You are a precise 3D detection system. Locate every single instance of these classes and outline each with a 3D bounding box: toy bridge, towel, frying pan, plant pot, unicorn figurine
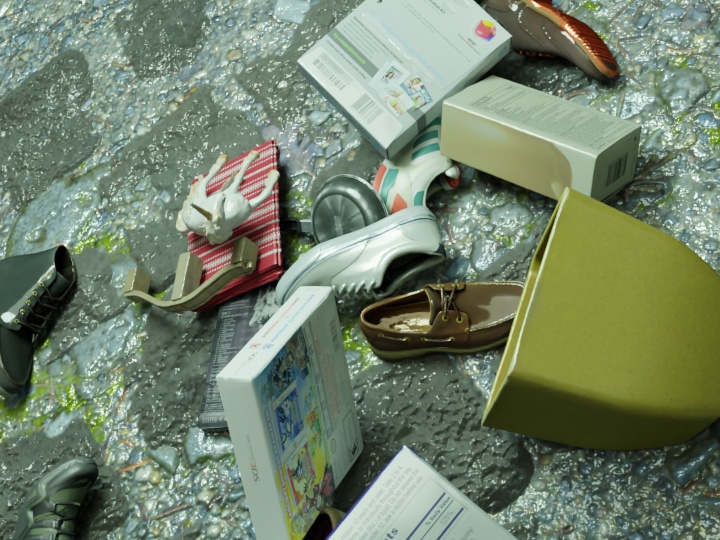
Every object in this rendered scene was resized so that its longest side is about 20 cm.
[{"bbox_3d":[-0.204,0.014,1.393,0.199,0.027,0.067,-13,56,34],"label":"toy bridge"},{"bbox_3d":[-0.154,-0.054,1.440,0.144,0.022,0.201,-24,51,26],"label":"towel"},{"bbox_3d":[-0.045,-0.067,1.378,0.190,0.031,0.115,25,118,29],"label":"frying pan"},{"bbox_3d":[0.247,0.071,1.122,0.199,0.194,0.196,19,70,5],"label":"plant pot"},{"bbox_3d":[-0.161,-0.079,1.373,0.138,0.074,0.200,-57,13,-25],"label":"unicorn figurine"}]

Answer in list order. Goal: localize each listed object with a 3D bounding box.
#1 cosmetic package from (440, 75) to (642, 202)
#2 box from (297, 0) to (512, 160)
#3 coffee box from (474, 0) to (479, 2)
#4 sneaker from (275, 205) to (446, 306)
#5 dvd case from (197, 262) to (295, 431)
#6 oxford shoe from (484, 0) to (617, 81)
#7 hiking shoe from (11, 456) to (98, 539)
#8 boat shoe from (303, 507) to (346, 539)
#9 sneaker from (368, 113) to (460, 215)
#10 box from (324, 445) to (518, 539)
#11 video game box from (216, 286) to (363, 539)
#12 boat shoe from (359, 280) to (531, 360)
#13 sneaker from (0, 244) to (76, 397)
[{"bbox_3d":[0.197,-0.144,1.303,0.200,0.071,0.105,26,40,33],"label":"cosmetic package"},{"bbox_3d":[0.051,-0.250,1.366,0.200,0.041,0.156,-43,76,-7],"label":"box"},{"bbox_3d":[0.133,-0.390,1.458,0.200,0.123,0.044,-33,53,6],"label":"coffee box"},{"bbox_3d":[0.000,0.000,1.293,0.200,0.073,0.071,-29,55,9],"label":"sneaker"},{"bbox_3d":[-0.109,0.086,1.359,0.148,0.016,0.201,-8,62,29],"label":"dvd case"},{"bbox_3d":[0.226,-0.277,1.402,0.200,0.071,0.073,50,118,32],"label":"oxford shoe"},{"bbox_3d":[-0.344,0.308,1.326,0.101,0.076,0.200,33,89,24],"label":"hiking shoe"},{"bbox_3d":[-0.065,0.332,1.188,0.074,0.066,0.201,11,68,28],"label":"boat shoe"},{"bbox_3d":[0.082,-0.138,1.386,0.093,0.070,0.200,20,70,12],"label":"sneaker"},{"bbox_3d":[0.060,0.299,1.095,0.200,0.105,0.184,39,82,13],"label":"box"},{"bbox_3d":[-0.064,0.145,1.168,0.047,0.201,0.182,1,26,23],"label":"video game box"},{"bbox_3d":[0.093,0.049,1.270,0.199,0.068,0.072,-12,60,17],"label":"boat shoe"},{"bbox_3d":[-0.419,0.056,1.481,0.106,0.075,0.201,-19,57,16],"label":"sneaker"}]
